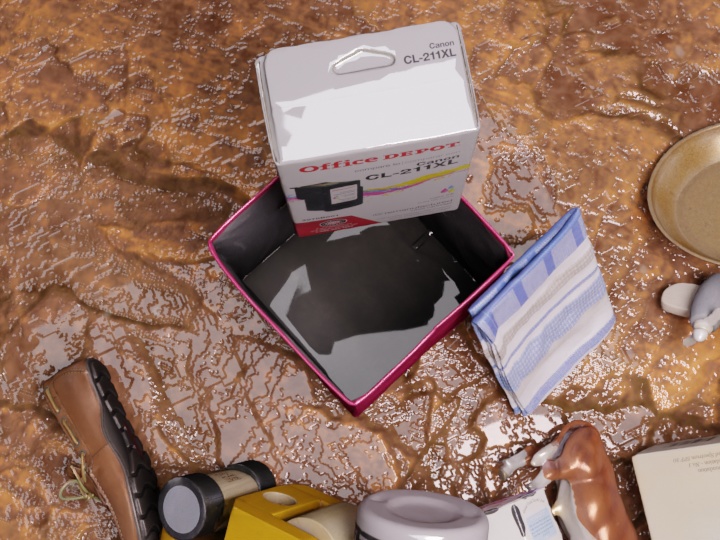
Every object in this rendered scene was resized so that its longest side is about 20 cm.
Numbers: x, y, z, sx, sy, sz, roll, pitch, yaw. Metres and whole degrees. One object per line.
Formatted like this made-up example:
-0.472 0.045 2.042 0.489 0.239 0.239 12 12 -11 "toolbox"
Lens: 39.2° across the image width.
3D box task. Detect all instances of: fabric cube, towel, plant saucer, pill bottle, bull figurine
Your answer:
0.000 0.000 0.955 0.200 0.199 0.196 -42 82 -7 "fabric cube"
0.177 0.046 0.953 0.147 0.200 0.024 -44 52 -9 "towel"
0.390 -0.070 1.009 0.199 0.036 0.201 -10 48 12 "plant saucer"
0.044 0.298 0.853 0.114 0.114 0.201 5 95 2 "pill bottle"
0.215 0.247 0.965 0.121 0.065 0.201 -12 74 -21 "bull figurine"

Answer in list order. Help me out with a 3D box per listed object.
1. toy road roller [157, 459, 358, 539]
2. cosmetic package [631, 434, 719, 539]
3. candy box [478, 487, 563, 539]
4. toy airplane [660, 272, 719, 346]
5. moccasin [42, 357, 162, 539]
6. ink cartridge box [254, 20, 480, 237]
-0.093 0.270 0.930 0.199 0.123 0.147 15 96 28 "toy road roller"
0.328 0.255 0.921 0.103 0.073 0.201 -18 80 34 "cosmetic package"
0.119 0.319 0.915 0.167 0.071 0.201 -27 77 32 "candy box"
0.418 0.055 0.965 0.199 0.141 0.200 -29 60 9 "toy airplane"
-0.255 0.187 0.987 0.077 0.074 0.202 -28 83 5 "moccasin"
0.006 -0.099 0.772 0.145 0.200 0.083 -10 78 -1 "ink cartridge box"
